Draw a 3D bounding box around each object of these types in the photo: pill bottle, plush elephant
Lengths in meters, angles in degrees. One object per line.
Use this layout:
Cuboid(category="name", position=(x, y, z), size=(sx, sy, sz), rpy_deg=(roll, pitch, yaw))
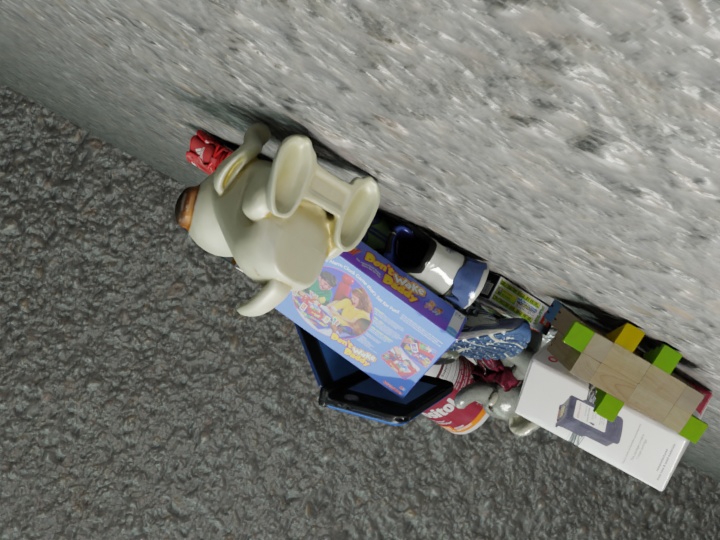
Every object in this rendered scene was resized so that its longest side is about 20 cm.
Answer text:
Cuboid(category="pill bottle", position=(0.110, 0.166, 1.366), size=(0.200, 0.113, 0.113), rpy_deg=(36, 174, -30))
Cuboid(category="plush elephant", position=(0.194, 0.145, 1.256), size=(0.199, 0.156, 0.165), rpy_deg=(11, -176, -29))

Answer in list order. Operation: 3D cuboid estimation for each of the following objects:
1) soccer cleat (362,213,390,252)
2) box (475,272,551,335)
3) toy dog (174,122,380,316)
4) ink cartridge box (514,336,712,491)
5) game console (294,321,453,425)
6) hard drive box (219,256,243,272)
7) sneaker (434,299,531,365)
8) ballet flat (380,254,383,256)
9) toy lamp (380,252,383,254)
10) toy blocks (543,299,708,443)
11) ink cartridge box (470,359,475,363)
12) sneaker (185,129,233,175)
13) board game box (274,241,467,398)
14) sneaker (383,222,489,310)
Cuboid(category="soccer cleat", position=(-0.002, -0.046, 1.193), size=(0.083, 0.065, 0.200), rpy_deg=(31, 176, -6))
Cuboid(category="box", position=(0.165, 0.028, 1.194), size=(0.110, 0.035, 0.200), rpy_deg=(30, 177, -28))
Cuboid(category="toy dog", position=(-0.103, -0.053, 0.924), size=(0.139, 0.195, 0.200), rpy_deg=(15, 180, -42))
Cuboid(category="ink cartridge box", position=(0.315, 0.164, 1.095), size=(0.199, 0.085, 0.145), rpy_deg=(27, -153, 24))
Cuboid(category="game console", position=(0.022, 0.111, 1.169), size=(0.170, 0.119, 0.200), rpy_deg=(11, -169, 24))
Cuboid(category="hard drive box", position=(-0.162, -0.065, 1.488), size=(0.077, 0.156, 0.200), rpy_deg=(30, 176, -17))
Cuboid(category="sneaker", position=(0.131, 0.066, 1.116), size=(0.077, 0.086, 0.199), rpy_deg=(24, 157, -38))
Cuboid(category="ballet flat", position=(0.000, 0.000, 1.211), size=(0.075, 0.068, 0.200), rpy_deg=(27, 179, 5))
Cuboid(category="toy lamp", position=(0.056, 0.006, 1.334), size=(0.058, 0.058, 0.200), rpy_deg=(30, -167, -31))
Cuboid(category="toy blocks", position=(0.286, 0.104, 0.992), size=(0.199, 0.100, 0.137), rpy_deg=(29, -172, -13))
Cuboid(category="ink cartridge box", position=(0.140, 0.109, 1.710), size=(0.200, 0.145, 0.147), rpy_deg=(31, 177, -28))
Cuboid(category="sneaker", position=(-0.194, -0.143, 1.236), size=(0.115, 0.079, 0.200), rpy_deg=(28, 176, -16))
Cuboid(category="board game box", position=(0.009, 0.050, 1.057), size=(0.200, 0.135, 0.045), rpy_deg=(36, -139, -2))
Cuboid(category="sneaker", position=(0.072, -0.011, 1.098), size=(0.115, 0.081, 0.199), rpy_deg=(33, 169, -13))
